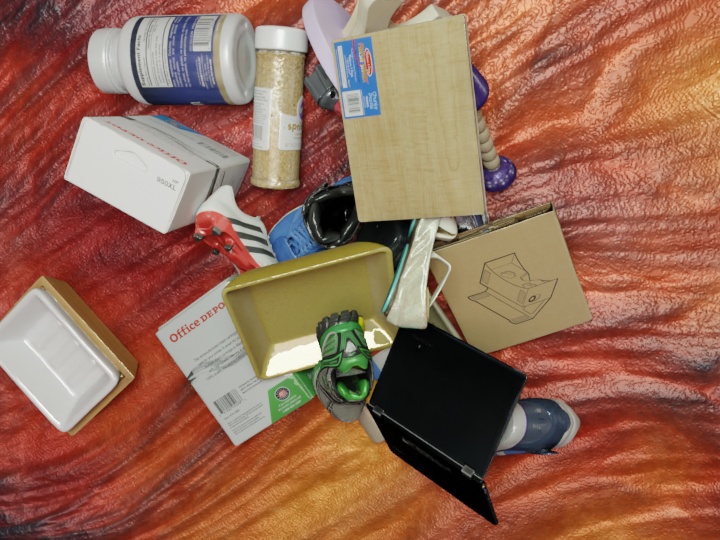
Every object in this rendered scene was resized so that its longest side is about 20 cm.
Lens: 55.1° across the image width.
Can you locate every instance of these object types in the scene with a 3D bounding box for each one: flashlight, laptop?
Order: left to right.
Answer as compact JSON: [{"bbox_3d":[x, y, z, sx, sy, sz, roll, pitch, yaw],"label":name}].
[{"bbox_3d":[-0.002,-0.169,0.857,0.068,0.068,0.201,-38,76,17],"label":"flashlight"},{"bbox_3d":[0.115,0.189,0.879,0.187,0.116,0.201,27,153,38],"label":"laptop"}]

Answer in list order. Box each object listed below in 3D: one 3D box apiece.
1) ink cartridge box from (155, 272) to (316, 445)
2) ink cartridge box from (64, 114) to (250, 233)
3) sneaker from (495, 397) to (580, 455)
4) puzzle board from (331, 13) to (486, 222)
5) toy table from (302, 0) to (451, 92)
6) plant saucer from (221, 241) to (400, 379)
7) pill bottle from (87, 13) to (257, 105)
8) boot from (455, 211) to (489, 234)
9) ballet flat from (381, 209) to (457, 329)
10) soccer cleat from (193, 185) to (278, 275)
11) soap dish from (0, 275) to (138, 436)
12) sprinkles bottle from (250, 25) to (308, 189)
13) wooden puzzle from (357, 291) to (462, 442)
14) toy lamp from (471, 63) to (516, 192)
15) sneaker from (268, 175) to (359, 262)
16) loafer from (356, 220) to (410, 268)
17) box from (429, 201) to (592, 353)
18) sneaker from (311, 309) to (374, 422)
[{"bbox_3d":[-0.168,0.120,0.979,0.146,0.083,0.201,-33,95,17],"label":"ink cartridge box"},{"bbox_3d":[-0.249,-0.130,0.876,0.144,0.200,0.085,28,107,4],"label":"ink cartridge box"},{"bbox_3d":[0.198,0.217,0.931,0.200,0.145,0.081,-31,56,54],"label":"sneaker"},{"bbox_3d":[0.052,-0.155,0.738,0.150,0.017,0.202,-1,106,27],"label":"puzzle board"},{"bbox_3d":[0.028,-0.271,0.809,0.117,0.184,0.201,-36,89,31],"label":"toy table"},{"bbox_3d":[-0.055,0.044,0.858,0.198,0.049,0.201,-14,140,-4],"label":"plant saucer"},{"bbox_3d":[-0.240,-0.270,0.888,0.198,0.111,0.112,3,104,11],"label":"pill bottle"},{"bbox_3d":[0.099,-0.125,0.862,0.073,0.090,0.201,-33,95,17],"label":"boot"},{"bbox_3d":[0.079,-0.029,0.795,0.062,0.067,0.202,17,84,1],"label":"ballet flat"},{"bbox_3d":[-0.139,-0.023,0.900,0.068,0.086,0.200,-9,135,31],"label":"soccer cleat"},{"bbox_3d":[-0.446,0.126,1.039,0.157,0.081,0.200,-41,93,17],"label":"soap dish"},{"bbox_3d":[-0.107,-0.210,0.897,0.068,0.068,0.202,7,105,10],"label":"sprinkles bottle"},{"bbox_3d":[0.045,0.126,0.961,0.199,0.037,0.186,-34,95,17],"label":"wooden puzzle"},{"bbox_3d":[0.134,-0.166,0.798,0.058,0.200,0.059,-11,57,18],"label":"toy lamp"},{"bbox_3d":[-0.065,-0.053,0.902,0.199,0.111,0.077,-33,95,17],"label":"sneaker"},{"bbox_3d":[0.000,0.000,0.924,0.199,0.072,0.073,-33,58,34],"label":"loafer"},{"bbox_3d":[0.188,0.018,0.863,0.162,0.021,0.201,-19,129,16],"label":"box"},{"bbox_3d":[-0.022,0.143,0.880,0.077,0.086,0.201,-11,141,-6],"label":"sneaker"}]
